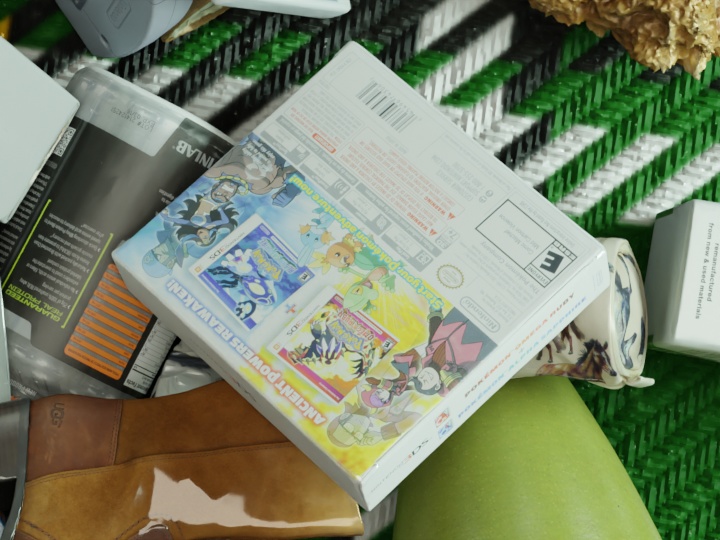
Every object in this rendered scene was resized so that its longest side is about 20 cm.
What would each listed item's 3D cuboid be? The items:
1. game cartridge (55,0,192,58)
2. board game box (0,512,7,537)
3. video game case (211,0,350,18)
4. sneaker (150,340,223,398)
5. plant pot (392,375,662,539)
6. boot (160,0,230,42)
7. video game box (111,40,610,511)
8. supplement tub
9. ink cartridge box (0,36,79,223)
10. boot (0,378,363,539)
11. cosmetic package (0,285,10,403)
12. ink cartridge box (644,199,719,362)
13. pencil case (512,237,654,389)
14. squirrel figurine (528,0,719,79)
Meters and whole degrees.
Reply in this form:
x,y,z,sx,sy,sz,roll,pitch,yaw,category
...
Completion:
x,y,z,sx,sy,sz,roll,pitch,yaw,category
-0.145,-0.187,1.648,0.041,0.200,0.133,-39,92,-17,game cartridge
-0.249,0.198,1.674,0.151,0.037,0.201,-29,117,-3,board game box
-0.059,-0.233,1.653,0.023,0.200,0.183,-12,89,17,video game case
-0.090,0.118,1.707,0.079,0.130,0.200,23,50,7,sneaker
0.090,0.163,1.667,0.186,0.187,0.201,-11,68,-2,plant pot
-0.111,-0.247,1.673,0.066,0.175,0.201,-25,87,-25,boot
0.000,0.000,1.585,0.182,0.047,0.200,-41,62,-15,video game box
-0.151,-0.002,1.680,0.122,0.123,0.201,29,87,-1,supplement tub
-0.269,-0.123,1.627,0.200,0.145,0.084,30,85,31,ink cartridge box
-0.098,0.147,1.578,0.199,0.069,0.189,-7,64,-7,boot
-0.291,0.033,1.642,0.199,0.090,0.108,-5,90,42,cosmetic package
0.266,0.019,1.683,0.199,0.147,0.084,10,87,-3,ink cartridge box
0.060,0.027,1.637,0.199,0.078,0.090,-1,95,14,pencil case
0.184,-0.215,1.709,0.186,0.142,0.201,9,102,-12,squirrel figurine
